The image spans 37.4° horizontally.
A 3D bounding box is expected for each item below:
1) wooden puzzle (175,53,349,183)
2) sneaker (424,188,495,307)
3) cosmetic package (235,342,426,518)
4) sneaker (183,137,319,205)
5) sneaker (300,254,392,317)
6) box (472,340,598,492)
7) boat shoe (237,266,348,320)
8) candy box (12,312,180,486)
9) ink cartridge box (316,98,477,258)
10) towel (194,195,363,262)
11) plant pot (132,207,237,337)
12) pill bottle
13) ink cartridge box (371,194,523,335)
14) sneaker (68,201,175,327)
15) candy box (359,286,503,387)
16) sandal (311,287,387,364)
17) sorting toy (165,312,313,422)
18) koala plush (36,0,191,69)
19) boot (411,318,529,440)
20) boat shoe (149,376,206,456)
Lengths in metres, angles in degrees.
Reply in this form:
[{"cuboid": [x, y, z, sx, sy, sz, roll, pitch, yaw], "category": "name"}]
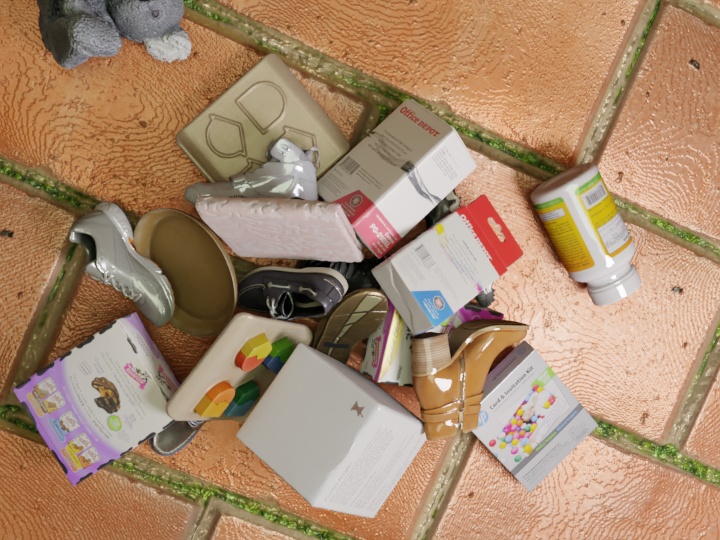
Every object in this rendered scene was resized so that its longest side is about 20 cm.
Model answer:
[{"cuboid": [-0.144, -0.190, 1.579, 0.200, 0.046, 0.185, -42, 100, -7], "category": "wooden puzzle"}, {"cuboid": [0.138, -0.030, 1.625, 0.090, 0.066, 0.201, -23, 93, -1], "category": "sneaker"}, {"cuboid": [-0.033, 0.234, 1.531, 0.166, 0.200, 0.168, 35, 90, 30], "category": "cosmetic package"}, {"cuboid": [-0.150, -0.134, 1.522, 0.198, 0.075, 0.116, 6, 90, -16], "category": "sneaker"}, {"cuboid": [0.000, 0.000, 1.584, 0.199, 0.071, 0.099, -19, 141, -3], "category": "sneaker"}, {"cuboid": [0.258, 0.228, 1.651, 0.156, 0.041, 0.200, -43, 118, -2], "category": "box"}, {"cuboid": [-0.113, 0.039, 1.543, 0.073, 0.199, 0.063, 59, 41, -31], "category": "boat shoe"}, {"cuboid": [-0.369, 0.184, 1.533, 0.199, 0.072, 0.168, -32, 90, 13], "category": "candy box"}, {"cuboid": [0.049, -0.137, 1.550, 0.200, 0.145, 0.084, -43, 129, -2], "category": "ink cartridge box"}, {"cuboid": [-0.105, -0.057, 1.470, 0.198, 0.191, 0.032, 3, 73, 13], "category": "towel"}, {"cuboid": [-0.249, 0.000, 1.533, 0.027, 0.199, 0.201, -35, 103, -46], "category": "plant pot"}, {"cuboid": [0.351, -0.052, 1.628, 0.111, 0.111, 0.201, -29, 99, -4], "category": "pill bottle"}, {"cuboid": [0.129, -0.011, 1.536, 0.200, 0.067, 0.117, -35, 92, -29], "category": "ink cartridge box"}, {"cuboid": [-0.350, 0.004, 1.533, 0.092, 0.076, 0.201, -35, 91, -45], "category": "sneaker"}, {"cuboid": [0.110, 0.109, 1.605, 0.199, 0.061, 0.137, 11, 95, -29], "category": "candy box"}, {"cuboid": [-0.028, 0.083, 1.581, 0.080, 0.054, 0.200, 10, 138, -23], "category": "sandal"}, {"cuboid": [-0.164, 0.148, 1.519, 0.036, 0.200, 0.185, 43, 100, 26], "category": "sorting toy"}, {"cuboid": [-0.339, -0.369, 1.490, 0.199, 0.184, 0.179, -14, 86, -27], "category": "koala plush"}, {"cuboid": [0.165, 0.156, 1.560, 0.199, 0.074, 0.156, -11, 98, -20], "category": "boot"}, {"cuboid": [-0.249, 0.195, 1.588, 0.072, 0.072, 0.201, 34, 91, -11], "category": "boat shoe"}]
